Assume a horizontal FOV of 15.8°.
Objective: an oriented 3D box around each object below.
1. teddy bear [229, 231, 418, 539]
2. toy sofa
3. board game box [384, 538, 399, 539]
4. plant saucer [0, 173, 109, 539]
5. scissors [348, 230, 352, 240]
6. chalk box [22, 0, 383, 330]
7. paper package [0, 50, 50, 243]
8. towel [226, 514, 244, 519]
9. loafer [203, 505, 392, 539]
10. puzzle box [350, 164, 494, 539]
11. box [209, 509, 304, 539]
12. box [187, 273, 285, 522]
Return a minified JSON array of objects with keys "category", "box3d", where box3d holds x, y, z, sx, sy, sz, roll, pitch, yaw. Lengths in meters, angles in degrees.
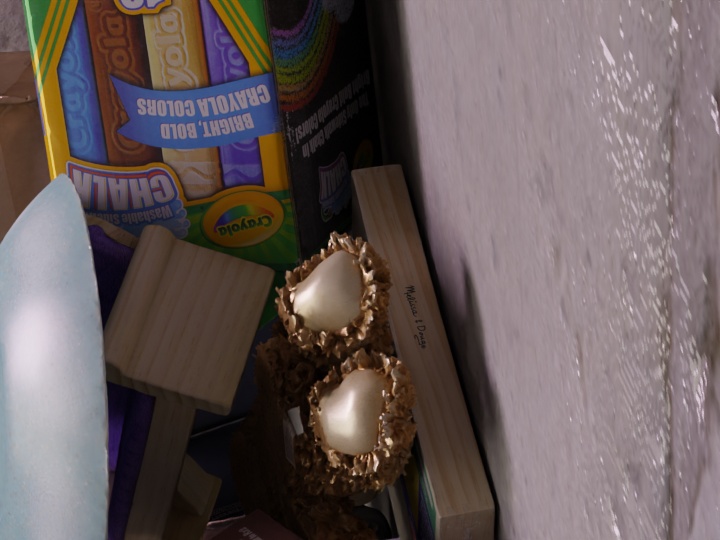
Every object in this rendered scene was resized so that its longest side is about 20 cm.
[{"category":"teddy bear","box3d":[-0.007,0.062,1.117,0.200,0.067,0.145,99,153,-49]},{"category":"toy sofa","box3d":[-0.108,0.070,1.208,0.200,0.097,0.083,108,179,-53]},{"category":"board game box","box3d":[0.031,0.260,1.301,0.200,0.041,0.200,-120,23,-74]},{"category":"plant saucer","box3d":[-0.144,0.058,1.145,0.201,0.039,0.202,178,90,-76]},{"category":"scissors","box3d":[0.000,0.000,1.378,0.200,0.014,0.073,114,141,-82]},{"category":"chalk box","box3d":[-0.068,-0.070,1.216,0.125,0.124,0.201,-43,-50,-62]},{"category":"paper package","box3d":[-0.211,-0.018,1.507,0.191,0.103,0.201,-85,-7,-75]},{"category":"towel","box3d":[-0.089,0.089,1.551,0.050,0.148,0.200,-35,29,41]},{"category":"loafer","box3d":[-0.080,0.163,1.443,0.071,0.199,0.073,-126,27,-53]},{"category":"puzzle box","box3d":[0.026,0.069,1.169,0.133,0.025,0.200,90,170,-50]},{"category":"box","box3d":[-0.010,0.209,1.098,0.200,0.075,0.100,62,163,-23]},{"category":"box","box3d":[-0.075,0.013,1.417,0.198,0.123,0.200,85,165,-73]}]
